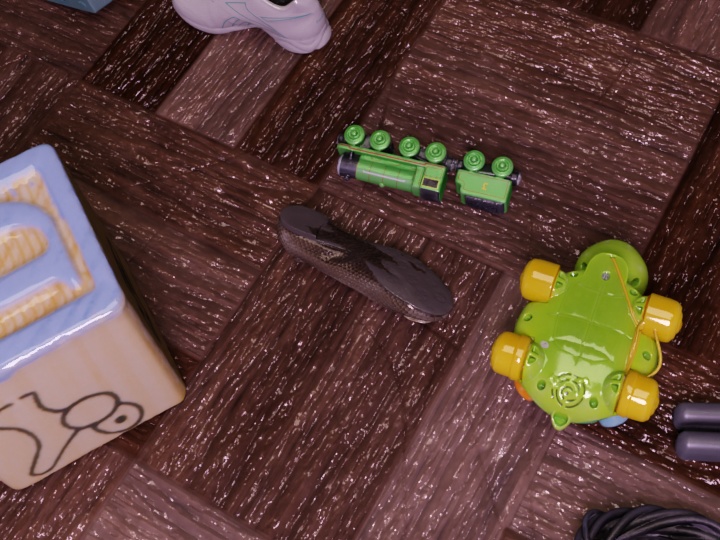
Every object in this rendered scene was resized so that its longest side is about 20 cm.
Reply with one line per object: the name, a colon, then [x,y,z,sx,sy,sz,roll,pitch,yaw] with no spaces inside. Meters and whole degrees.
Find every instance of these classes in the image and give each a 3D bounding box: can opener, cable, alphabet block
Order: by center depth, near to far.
cable: [0.252,0.267,0.814,0.162,0.051,0.201,-30,61,-9]
can opener: [0.368,0.132,0.863,0.197,0.067,0.054,1,60,8]
alphabet block: [-0.296,0.046,0.923,0.193,0.201,0.198,-26,61,-8]

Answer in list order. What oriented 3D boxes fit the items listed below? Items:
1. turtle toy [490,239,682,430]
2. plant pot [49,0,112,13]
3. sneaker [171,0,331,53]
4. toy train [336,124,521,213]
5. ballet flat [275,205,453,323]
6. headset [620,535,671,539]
turtle toy: [0.205,0.054,0.908,0.144,0.101,0.202,18,64,17]
plant pot: [-0.324,-0.422,1.228,0.140,0.142,0.202,18,72,17]
sneaker: [-0.128,-0.311,1.169,0.198,0.081,0.071,15,65,17]
toy train: [0.065,-0.102,1.051,0.197,0.042,0.057,14,74,14]
ballet flat: [0.000,0.000,1.003,0.198,0.047,0.067,28,37,15]
headset: [0.249,0.286,0.756,0.199,0.094,0.124,28,69,32]
